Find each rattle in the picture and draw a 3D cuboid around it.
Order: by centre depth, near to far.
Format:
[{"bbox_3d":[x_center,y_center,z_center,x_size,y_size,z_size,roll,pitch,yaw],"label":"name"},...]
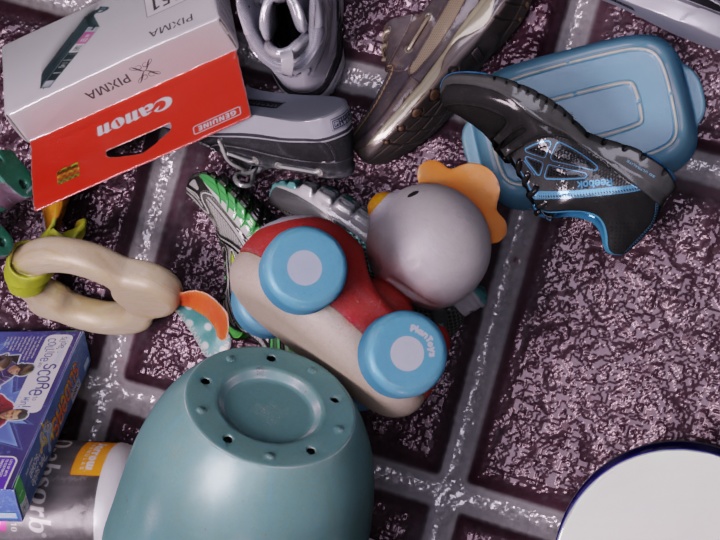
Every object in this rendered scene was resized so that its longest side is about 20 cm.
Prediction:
[{"bbox_3d":[-0.182,-0.014,1.390,0.199,0.143,0.131,3,133,18],"label":"rattle"}]

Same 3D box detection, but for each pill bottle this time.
[{"bbox_3d":[-0.235,0.196,1.370,0.199,0.116,0.117,1,87,10],"label":"pill bottle"}]

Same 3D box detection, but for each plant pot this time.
[{"bbox_3d":[-0.078,0.154,1.222,0.200,0.201,0.161,24,127,10],"label":"plant pot"}]

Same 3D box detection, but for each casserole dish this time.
[{"bbox_3d":[0.178,-0.122,1.350,0.199,0.039,0.122,-14,85,10],"label":"casserole dish"}]

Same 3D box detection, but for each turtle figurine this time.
[{"bbox_3d":[-0.358,-0.023,1.404,0.199,0.100,0.150,-23,59,37],"label":"turtle figurine"}]

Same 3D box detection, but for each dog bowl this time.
[{"bbox_3d":[0.248,0.234,1.300,0.199,0.079,0.201,0,88,10],"label":"dog bowl"}]

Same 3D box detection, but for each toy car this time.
[{"bbox_3d":[0.021,-0.012,1.259,0.177,0.184,0.200,40,75,-4],"label":"toy car"}]

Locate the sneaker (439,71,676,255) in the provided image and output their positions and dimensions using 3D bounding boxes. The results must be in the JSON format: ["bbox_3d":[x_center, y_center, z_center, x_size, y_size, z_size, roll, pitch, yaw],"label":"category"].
[{"bbox_3d":[0.142,-0.087,1.298,0.199,0.073,0.082,30,92,10],"label":"sneaker"}]

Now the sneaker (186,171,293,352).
[{"bbox_3d":[-0.091,0.008,1.372,0.085,0.078,0.201,-31,83,8],"label":"sneaker"}]

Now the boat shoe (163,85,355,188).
[{"bbox_3d":[-0.085,-0.108,1.366,0.199,0.074,0.068,6,120,33],"label":"boat shoe"}]

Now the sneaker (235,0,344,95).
[{"bbox_3d":[-0.055,-0.242,1.358,0.075,0.115,0.201,-5,86,10],"label":"sneaker"}]

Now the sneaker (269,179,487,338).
[{"bbox_3d":[0.000,0.000,1.360,0.200,0.078,0.091,34,97,12],"label":"sneaker"}]

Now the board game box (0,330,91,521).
[{"bbox_3d":[-0.310,0.121,1.355,0.135,0.200,0.035,0,125,10],"label":"board game box"}]

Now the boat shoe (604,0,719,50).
[{"bbox_3d":[0.235,-0.235,1.334,0.199,0.070,0.066,27,94,18],"label":"boat shoe"}]

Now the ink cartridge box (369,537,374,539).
[{"bbox_3d":[-0.048,0.264,1.311,0.199,0.146,0.084,23,118,11],"label":"ink cartridge box"}]

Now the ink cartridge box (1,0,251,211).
[{"bbox_3d":[-0.195,-0.156,1.370,0.199,0.044,0.174,-23,45,8],"label":"ink cartridge box"}]

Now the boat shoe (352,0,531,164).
[{"bbox_3d":[0.055,-0.174,1.365,0.073,0.075,0.200,40,87,21],"label":"boat shoe"}]
